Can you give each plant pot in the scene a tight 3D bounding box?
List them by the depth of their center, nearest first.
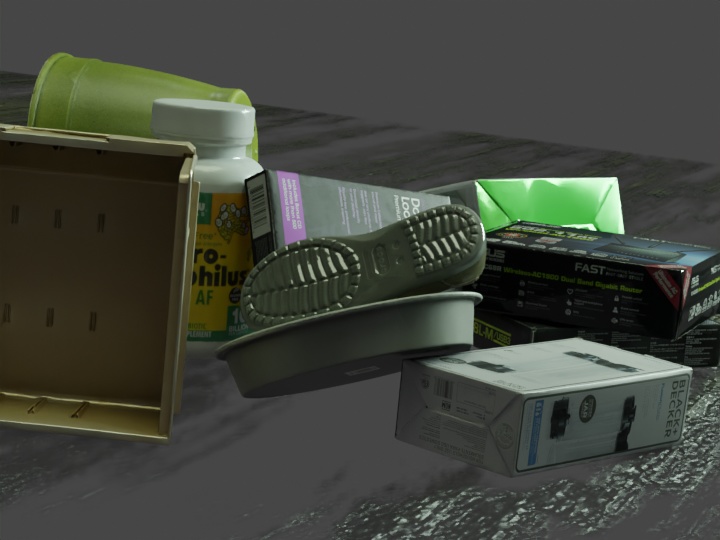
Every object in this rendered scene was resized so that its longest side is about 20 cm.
[{"bbox_3d":[-0.208,-0.116,2.041,0.192,0.201,0.200,1,8,12],"label":"plant pot"}]

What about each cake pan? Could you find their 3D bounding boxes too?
[{"bbox_3d":[-0.005,0.056,1.485,0.199,0.037,0.200,-12,-8,-2],"label":"cake pan"}]

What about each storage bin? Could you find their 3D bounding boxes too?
[{"bbox_3d":[-0.216,0.004,1.400,0.199,0.200,0.094,5,6,0],"label":"storage bin"}]

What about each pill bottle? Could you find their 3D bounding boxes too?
[{"bbox_3d":[-0.134,-0.036,1.666,0.112,0.201,0.113,5,9,-1],"label":"pill bottle"}]

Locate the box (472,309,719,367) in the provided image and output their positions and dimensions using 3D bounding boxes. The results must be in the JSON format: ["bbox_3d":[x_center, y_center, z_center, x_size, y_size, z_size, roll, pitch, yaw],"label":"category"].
[{"bbox_3d":[0.188,0.048,1.828,0.199,0.048,0.193,0,9,-25],"label":"box"}]

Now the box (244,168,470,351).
[{"bbox_3d":[0.000,0.000,1.654,0.199,0.144,0.036,6,-20,-41],"label":"box"}]

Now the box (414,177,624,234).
[{"bbox_3d":[0.127,-0.035,1.995,0.199,0.097,0.176,-3,-5,-42],"label":"box"}]

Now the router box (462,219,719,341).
[{"bbox_3d":[0.202,0.005,1.768,0.199,0.062,0.150,9,11,22],"label":"router box"}]

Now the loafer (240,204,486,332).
[{"bbox_3d":[0.006,0.012,1.535,0.199,0.075,0.070,-14,-30,16],"label":"loafer"}]

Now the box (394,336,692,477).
[{"bbox_3d":[0.134,0.095,1.474,0.116,0.060,0.200,14,13,42],"label":"box"}]
